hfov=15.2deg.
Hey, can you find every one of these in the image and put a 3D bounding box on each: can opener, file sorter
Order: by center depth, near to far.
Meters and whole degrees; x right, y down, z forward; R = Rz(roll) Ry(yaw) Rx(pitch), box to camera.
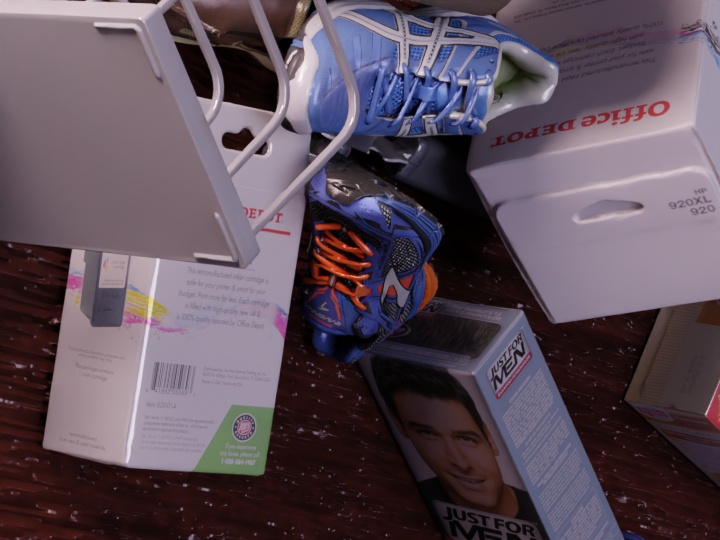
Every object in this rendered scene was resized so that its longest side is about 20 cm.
[{"bbox_3d":[-0.119,-0.100,1.327,0.125,0.200,0.139,-47,129,-36],"label":"file sorter"},{"bbox_3d":[0.015,-0.062,1.615,0.200,0.053,0.067,21,112,-49],"label":"can opener"}]

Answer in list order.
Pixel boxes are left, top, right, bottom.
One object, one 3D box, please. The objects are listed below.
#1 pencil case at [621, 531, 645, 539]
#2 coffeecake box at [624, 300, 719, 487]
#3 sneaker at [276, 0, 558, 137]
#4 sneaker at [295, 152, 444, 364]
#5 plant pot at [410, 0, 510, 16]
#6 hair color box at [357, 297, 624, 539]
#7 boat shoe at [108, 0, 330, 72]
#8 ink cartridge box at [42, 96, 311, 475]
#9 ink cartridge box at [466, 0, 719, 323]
[{"bbox_3d":[0.214,0.254,1.861,0.200,0.078,0.087,40,37,-44],"label":"pencil case"},{"bbox_3d":[0.289,0.074,1.923,0.200,0.073,0.154,40,67,-44],"label":"coffeecake box"},{"bbox_3d":[0.032,-0.111,1.492,0.200,0.077,0.076,-18,125,-47],"label":"sneaker"},{"bbox_3d":[0.000,0.000,1.535,0.078,0.075,0.200,-54,160,-16],"label":"sneaker"},{"bbox_3d":[-0.020,-0.236,1.434,0.200,0.187,0.187,2,95,-21],"label":"plant pot"},{"bbox_3d":[0.081,0.110,1.669,0.061,0.099,0.200,-49,129,-32],"label":"hair color box"},{"bbox_3d":[-0.056,-0.154,1.484,0.202,0.075,0.075,14,85,-49],"label":"boat shoe"},{"bbox_3d":[-0.098,0.007,1.469,0.117,0.067,0.200,9,90,-51],"label":"ink cartridge box"},{"bbox_3d":[0.169,-0.093,1.652,0.145,0.147,0.200,58,33,-38],"label":"ink cartridge box"}]
